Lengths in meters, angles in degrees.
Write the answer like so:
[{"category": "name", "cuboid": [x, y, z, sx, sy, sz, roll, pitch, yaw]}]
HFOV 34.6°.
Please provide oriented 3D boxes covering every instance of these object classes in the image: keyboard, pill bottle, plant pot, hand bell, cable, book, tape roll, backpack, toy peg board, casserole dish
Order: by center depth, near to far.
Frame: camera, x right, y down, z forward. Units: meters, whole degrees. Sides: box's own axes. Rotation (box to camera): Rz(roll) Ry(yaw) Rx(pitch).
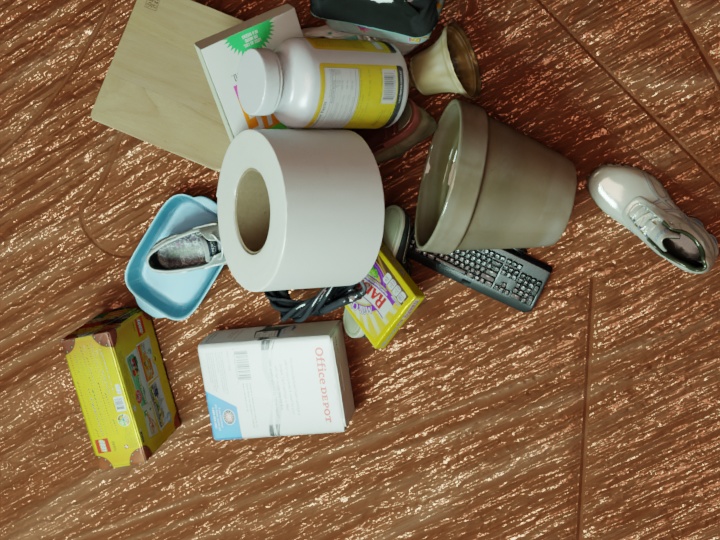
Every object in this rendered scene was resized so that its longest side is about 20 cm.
[{"category": "pill bottle", "cuboid": [-0.048, -0.234, 1.447, 0.200, 0.112, 0.112, -4, 107, -31]}, {"category": "tape roll", "cuboid": [-0.078, -0.077, 1.451, 0.139, 0.203, 0.203, -3, 107, -30]}, {"category": "backpack", "cuboid": [0.035, -0.394, 1.459, 0.175, 0.153, 0.200, 11, 69, 10]}, {"category": "book", "cuboid": [-0.120, -0.229, 1.504, 0.133, 0.048, 0.200, -26, 124, -11]}, {"category": "plant pot", "cuboid": [0.180, -0.108, 1.505, 0.173, 0.200, 0.200, 11, 106, -9]}, {"category": "hand bell", "cuboid": [0.049, -0.250, 1.545, 0.200, 0.104, 0.104, -15, 101, 26]}, {"category": "cable", "cuboid": [-0.071, -0.015, 1.592, 0.200, 0.051, 0.164, -23, 75, 41]}, {"category": "keyboard", "cuboid": [0.163, -0.021, 1.593, 0.200, 0.040, 0.104, 24, 108, 3]}, {"category": "toy peg board", "cuboid": [-0.234, -0.259, 1.597, 0.200, 0.098, 0.200, 23, 91, 4]}, {"category": "casserole dish", "cuboid": [-0.257, -0.022, 1.676, 0.121, 0.039, 0.200, 34, 107, 2]}]

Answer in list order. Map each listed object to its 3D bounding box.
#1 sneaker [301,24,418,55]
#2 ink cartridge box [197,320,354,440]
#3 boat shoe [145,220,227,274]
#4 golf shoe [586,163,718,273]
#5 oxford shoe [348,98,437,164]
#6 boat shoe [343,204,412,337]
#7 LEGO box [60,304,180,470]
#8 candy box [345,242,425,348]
[{"category": "sneaker", "cuboid": [-0.008, -0.304, 1.530, 0.200, 0.088, 0.075, -12, 100, 13]}, {"category": "ink cartridge box", "cuboid": [-0.119, 0.158, 1.668, 0.199, 0.086, 0.147, -5, 103, 11]}, {"category": "boat shoe", "cuboid": [-0.204, -0.032, 1.606, 0.200, 0.072, 0.070, -15, 102, 13]}, {"category": "golf shoe", "cuboid": [0.384, -0.068, 1.509, 0.200, 0.097, 0.078, 35, 109, 3]}, {"category": "oxford shoe", "cuboid": [0.016, -0.162, 1.572, 0.200, 0.075, 0.071, -22, 63, 34]}, {"category": "boat shoe", "cuboid": [0.038, 0.004, 1.613, 0.066, 0.074, 0.200, 6, 108, -34]}, {"category": "LEGO box", "cuboid": [-0.344, 0.166, 1.681, 0.077, 0.149, 0.200, -11, 101, 14]}, {"category": "candy box", "cuboid": [0.000, 0.000, 1.579, 0.200, 0.026, 0.102, 53, 124, 28]}]
